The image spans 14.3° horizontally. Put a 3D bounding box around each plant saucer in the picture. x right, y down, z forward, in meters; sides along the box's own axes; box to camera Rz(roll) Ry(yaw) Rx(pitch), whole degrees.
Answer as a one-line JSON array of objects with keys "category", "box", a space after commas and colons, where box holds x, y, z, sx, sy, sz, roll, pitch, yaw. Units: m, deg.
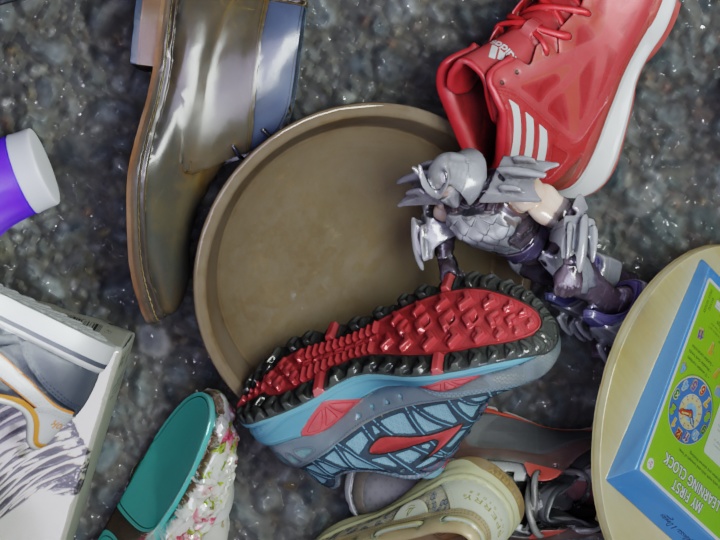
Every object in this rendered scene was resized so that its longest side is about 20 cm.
[{"category": "plant saucer", "box": [0.000, 0.000, 1.631, 0.199, 0.029, 0.201, -4, 107, -14]}]

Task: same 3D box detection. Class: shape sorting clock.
[{"category": "shape sorting clock", "box": [0.191, 0.085, 1.603, 0.039, 0.199, 0.201, 5, 102, 40]}]

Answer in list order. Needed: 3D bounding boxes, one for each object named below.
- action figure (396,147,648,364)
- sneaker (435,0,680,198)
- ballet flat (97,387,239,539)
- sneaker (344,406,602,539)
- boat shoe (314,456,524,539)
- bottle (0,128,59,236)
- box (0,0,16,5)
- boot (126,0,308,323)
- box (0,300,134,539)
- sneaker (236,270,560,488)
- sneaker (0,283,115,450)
[{"category": "action figure", "box": [0.098, -0.008, 1.576, 0.200, 0.130, 0.070, 36, 78, -36]}, {"category": "sneaker", "box": [0.110, -0.138, 1.579, 0.078, 0.115, 0.201, 17, 101, 40]}, {"category": "ballet flat", "box": [-0.116, 0.159, 1.671, 0.064, 0.076, 0.201, 24, 105, -34]}, {"category": "sneaker", "box": [0.089, 0.121, 1.644, 0.199, 0.082, 0.078, -4, 99, 1]}, {"category": "boat shoe", "box": [0.009, 0.176, 1.630, 0.073, 0.063, 0.200, 44, 127, -3]}, {"category": "bottle", "box": [-0.271, -0.023, 1.637, 0.199, 0.065, 0.084, -21, 100, 4]}, {"category": "box", "box": [-0.180, -0.207, 1.578, 0.199, 0.122, 0.107, -16, 99, 3]}, {"category": "boot", "box": [-0.081, -0.068, 1.622, 0.096, 0.075, 0.201, 3, 97, 4]}, {"category": "box", "box": [-0.198, 0.122, 1.656, 0.082, 0.068, 0.201, 16, 98, -1]}, {"category": "sneaker", "box": [0.034, 0.067, 1.578, 0.199, 0.080, 0.096, -17, 126, 33]}, {"category": "sneaker", "box": [-0.239, 0.029, 1.570, 0.199, 0.078, 0.080, 29, 93, -4]}]
